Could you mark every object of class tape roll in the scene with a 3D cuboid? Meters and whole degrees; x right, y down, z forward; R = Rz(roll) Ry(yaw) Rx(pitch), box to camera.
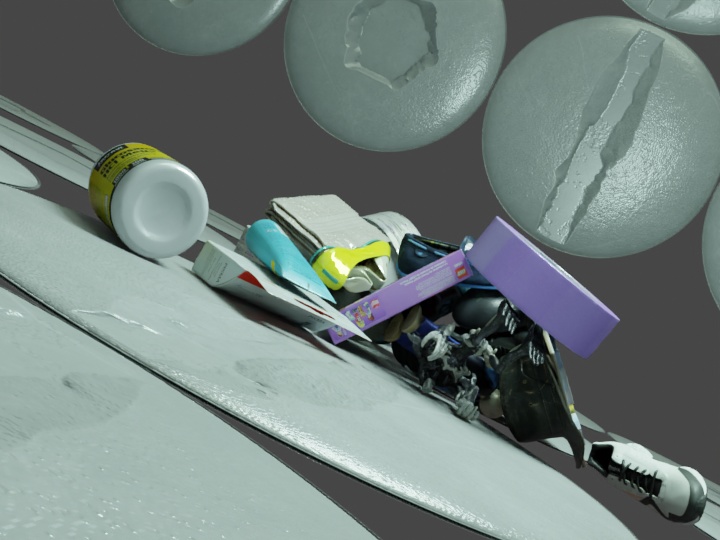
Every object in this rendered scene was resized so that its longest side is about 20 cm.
[{"bbox_3d":[0.227,0.021,1.275,0.199,0.066,0.200,39,9,-8],"label":"tape roll"}]

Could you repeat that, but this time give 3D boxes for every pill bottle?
[{"bbox_3d":[-0.263,-0.091,1.224,0.112,0.113,0.200,26,2,-31],"label":"pill bottle"}]

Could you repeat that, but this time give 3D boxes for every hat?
[{"bbox_3d":[0.215,0.161,1.289,0.201,0.080,0.203,-19,90,-87],"label":"hat"}]

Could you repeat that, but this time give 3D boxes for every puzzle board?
[{"bbox_3d":[0.275,0.148,1.404,0.151,0.017,0.202,-95,166,-61],"label":"puzzle board"}]

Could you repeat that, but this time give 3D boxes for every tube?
[{"bbox_3d":[-0.092,-0.011,1.261,0.077,0.051,0.200,23,9,-27],"label":"tube"}]

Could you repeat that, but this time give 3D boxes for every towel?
[{"bbox_3d":[-0.044,-0.065,1.509,0.132,0.035,0.199,41,23,18],"label":"towel"}]

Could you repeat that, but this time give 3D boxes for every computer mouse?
[{"bbox_3d":[0.211,0.042,1.477,0.199,0.053,0.138,-12,29,-44],"label":"computer mouse"}]

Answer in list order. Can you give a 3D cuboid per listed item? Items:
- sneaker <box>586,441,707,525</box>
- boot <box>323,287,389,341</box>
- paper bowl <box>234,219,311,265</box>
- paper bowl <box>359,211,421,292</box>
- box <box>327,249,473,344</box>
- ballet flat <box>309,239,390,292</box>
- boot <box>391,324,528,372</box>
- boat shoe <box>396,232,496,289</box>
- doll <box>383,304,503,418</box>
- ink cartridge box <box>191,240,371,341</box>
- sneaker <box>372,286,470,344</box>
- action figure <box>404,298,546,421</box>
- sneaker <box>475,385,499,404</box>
[{"bbox_3d":[0.368,0.274,1.327,0.079,0.075,0.200,15,0,-22],"label":"sneaker"},{"bbox_3d":[-0.043,0.046,1.463,0.199,0.074,0.075,23,-2,-36],"label":"boot"},{"bbox_3d":[-0.094,-0.014,1.585,0.199,0.105,0.201,28,3,-1],"label":"paper bowl"},{"bbox_3d":[0.024,0.010,1.687,0.103,0.203,0.200,-14,27,-34],"label":"paper bowl"},{"bbox_3d":[0.051,0.034,1.346,0.039,0.198,0.137,63,3,2],"label":"box"},{"bbox_3d":[0.000,0.000,1.424,0.067,0.067,0.199,44,21,19],"label":"ballet flat"},{"bbox_3d":[0.159,0.103,1.483,0.198,0.077,0.168,8,15,16],"label":"boot"},{"bbox_3d":[0.147,-0.016,1.439,0.197,0.070,0.084,5,13,9],"label":"boat shoe"},{"bbox_3d":[0.123,0.129,1.366,0.199,0.049,0.136,40,-38,-17],"label":"doll"},{"bbox_3d":[-0.097,0.039,1.223,0.159,0.048,0.200,28,4,-34],"label":"ink cartridge box"},{"bbox_3d":[0.067,0.058,1.528,0.095,0.199,0.080,-25,83,-52],"label":"sneaker"},{"bbox_3d":[0.123,0.112,1.249,0.119,0.199,0.102,51,37,-8],"label":"action figure"},{"bbox_3d":[0.202,0.183,1.490,0.090,0.079,0.199,4,14,-42],"label":"sneaker"}]
